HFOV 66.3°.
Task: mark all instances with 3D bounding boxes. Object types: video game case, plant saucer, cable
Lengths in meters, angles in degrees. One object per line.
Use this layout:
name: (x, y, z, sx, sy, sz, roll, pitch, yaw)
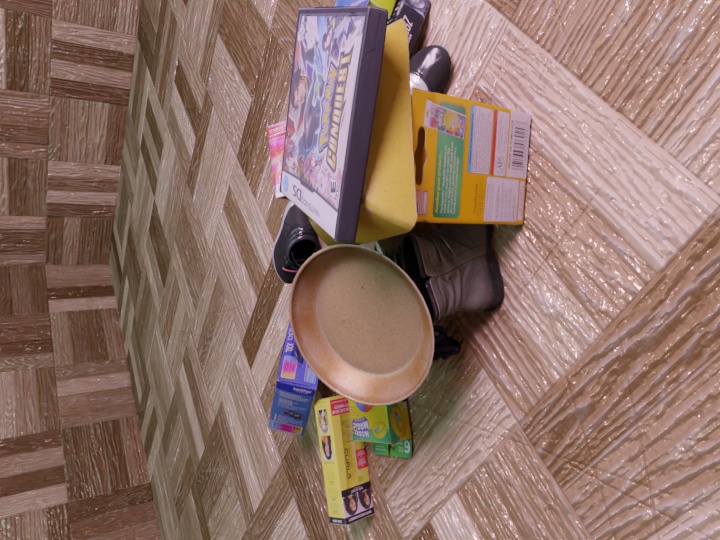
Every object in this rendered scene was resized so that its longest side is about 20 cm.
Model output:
video game case: (-0.037, -0.156, 0.564, 0.180, 0.025, 0.207, 41, 127, 56)
plant saucer: (0.003, 0.063, 0.666, 0.194, 0.035, 0.208, 10, 113, 25)
plant saucer: (-0.014, -0.134, 0.598, 0.198, 0.047, 0.208, -9, 82, 63)
cable: (0.041, 0.103, 0.763, 0.164, 0.192, 0.052, 70, -150, -62)

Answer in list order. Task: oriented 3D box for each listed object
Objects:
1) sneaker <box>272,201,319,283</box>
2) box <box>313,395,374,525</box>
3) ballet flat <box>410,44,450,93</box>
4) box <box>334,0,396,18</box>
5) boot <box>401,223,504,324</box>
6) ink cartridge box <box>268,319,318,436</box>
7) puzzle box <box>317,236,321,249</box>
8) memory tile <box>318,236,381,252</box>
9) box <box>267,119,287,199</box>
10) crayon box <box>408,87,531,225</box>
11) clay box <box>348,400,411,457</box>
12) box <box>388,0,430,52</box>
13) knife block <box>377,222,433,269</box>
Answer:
sneaker: (-0.122, -0.023, 1.009, 0.203, 0.068, 0.101, 109, 157, -44)
box: (-0.028, 0.322, 0.956, 0.049, 0.074, 0.208, -20, 74, 46)
ballet flat: (0.060, -0.232, 0.794, 0.068, 0.069, 0.200, 41, 143, -4)
box: (0.019, -0.430, 0.806, 0.120, 0.047, 0.206, 4, 72, 56)
boot: (0.104, -0.040, 0.683, 0.067, 0.127, 0.207, -29, 67, 51)
ink cartridge box: (-0.113, 0.185, 1.005, 0.203, 0.074, 0.139, 110, 170, -45)
puzzle box: (-0.073, 0.021, 1.053, 0.132, 0.025, 0.208, -15, 79, 56)
memory tile: (0.000, 0.000, 0.907, 0.196, 0.016, 0.159, 8, 109, 48)
box: (-0.021, -0.165, 0.744, 0.194, 0.094, 0.107, -9, 87, 31)
crayon box: (0.108, -0.118, 0.610, 0.051, 0.195, 0.131, 10, 100, 50)
clay box: (0.024, 0.198, 0.894, 0.114, 0.046, 0.208, -21, 73, 55)
box: (0.004, -0.318, 0.834, 0.197, 0.043, 0.165, -6, 59, 55)
knife block: (0.074, -0.034, 0.782, 0.203, 0.062, 0.179, -83, -29, -54)
